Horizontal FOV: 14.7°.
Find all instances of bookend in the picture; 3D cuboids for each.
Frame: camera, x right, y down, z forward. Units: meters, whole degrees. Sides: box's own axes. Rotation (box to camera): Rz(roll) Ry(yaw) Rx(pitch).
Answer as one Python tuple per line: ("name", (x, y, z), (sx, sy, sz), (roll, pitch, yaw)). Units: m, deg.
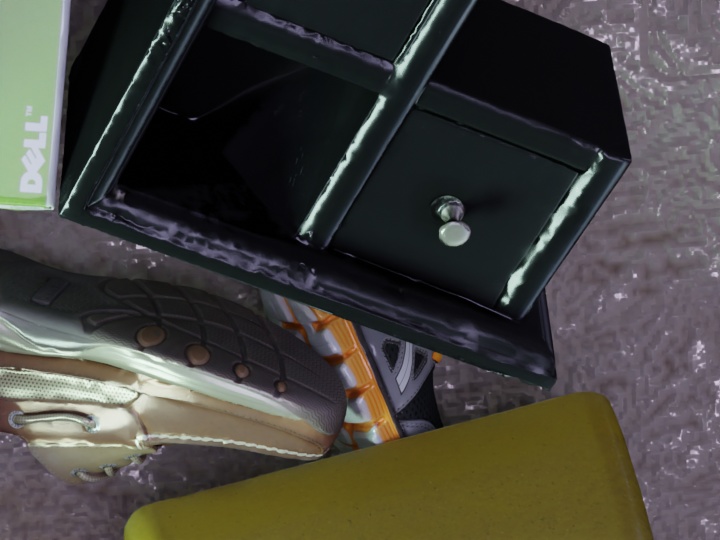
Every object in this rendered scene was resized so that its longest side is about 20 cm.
("bookend", (0.023, -0.083, 0.990), (0.200, 0.092, 0.199), (21, 125, -18))

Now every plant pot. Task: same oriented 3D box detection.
("plant pot", (0.036, 0.195, 1.072), (0.200, 0.176, 0.200), (-14, 123, -8))

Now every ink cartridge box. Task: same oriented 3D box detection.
("ink cartridge box", (-0.136, -0.093, 0.973), (0.076, 0.200, 0.148), (4, 98, -13))

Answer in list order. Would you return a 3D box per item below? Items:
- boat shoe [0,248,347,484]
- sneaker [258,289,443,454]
("boat shoe", (-0.102, 0.044, 1.095), (0.200, 0.076, 0.072), (15, 111, 14))
("sneaker", (0.000, 0.000, 1.121), (0.077, 0.078, 0.200), (-28, 108, -21))
